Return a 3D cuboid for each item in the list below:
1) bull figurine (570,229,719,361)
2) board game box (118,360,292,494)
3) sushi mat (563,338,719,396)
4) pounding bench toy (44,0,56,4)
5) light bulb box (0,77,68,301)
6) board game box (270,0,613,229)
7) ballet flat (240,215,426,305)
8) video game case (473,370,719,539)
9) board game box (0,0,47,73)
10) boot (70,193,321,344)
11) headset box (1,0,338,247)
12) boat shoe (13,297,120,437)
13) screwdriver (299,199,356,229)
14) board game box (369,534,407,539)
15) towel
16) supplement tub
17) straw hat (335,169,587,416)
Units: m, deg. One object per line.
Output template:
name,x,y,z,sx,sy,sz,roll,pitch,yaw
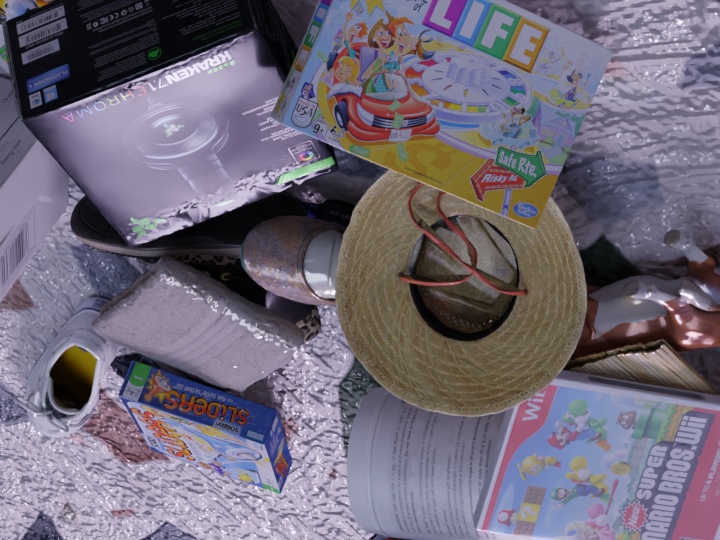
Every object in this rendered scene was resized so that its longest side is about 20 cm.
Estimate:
bull figurine,0.195,0.034,1.311,0.199,0.065,0.121,-15,142,29
board game box,-0.134,0.143,1.533,0.135,0.035,0.200,18,162,8
sushi mat,0.238,0.108,1.353,0.095,0.012,0.200,-16,144,31
pounding bench toy,-0.223,-0.307,1.140,0.200,0.124,0.156,43,134,-18
light bulb box,-0.365,-0.068,1.377,0.199,0.199,0.125,18,134,9
board game box,0.056,-0.126,1.156,0.199,0.034,0.135,20,97,-21
ballet flat,0.000,0.000,1.325,0.199,0.068,0.067,14,172,-41
video game case,0.200,0.152,1.324,0.199,0.017,0.144,10,114,-11
board game box,-0.211,-0.168,1.330,0.200,0.035,0.126,43,134,-18
boot,-0.128,-0.001,1.409,0.199,0.073,0.151,1,143,12
headset box,-0.128,-0.119,1.216,0.173,0.093,0.200,-20,149,7
boat shoe,-0.274,0.114,1.589,0.074,0.086,0.202,32,136,-8
screwdriver,-0.068,-0.054,1.383,0.199,0.028,0.029,13,106,15
board game box,0.066,0.255,1.483,0.135,0.200,0.035,0,105,26
towel,-0.137,0.050,1.391,0.132,0.035,0.200,29,156,-14
supplement tub,0.102,0.166,1.438,0.199,0.132,0.132,2,132,22
straw hat,0.081,0.000,1.282,0.200,0.085,0.202,3,105,12
